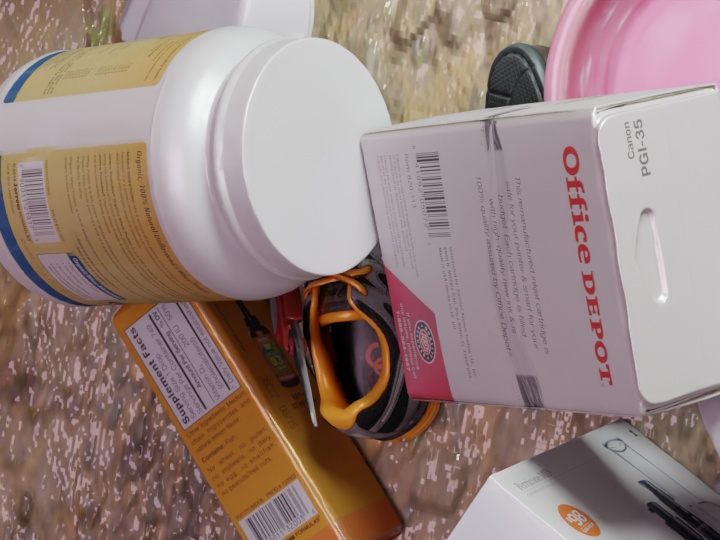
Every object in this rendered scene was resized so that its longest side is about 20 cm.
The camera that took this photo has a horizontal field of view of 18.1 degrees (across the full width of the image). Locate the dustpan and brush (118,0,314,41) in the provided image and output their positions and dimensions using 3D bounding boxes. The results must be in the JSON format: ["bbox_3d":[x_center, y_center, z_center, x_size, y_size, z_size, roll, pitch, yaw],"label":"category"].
[{"bbox_3d":[-0.055,-0.132,1.283,0.200,0.057,0.140,55,128,40],"label":"dustpan and brush"}]

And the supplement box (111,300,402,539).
[{"bbox_3d":[-0.061,0.088,1.318,0.069,0.066,0.201,-35,79,28],"label":"supplement box"}]

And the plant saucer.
[{"bbox_3d":[0.196,-0.090,1.166,0.199,0.051,0.202,1,92,15],"label":"plant saucer"}]

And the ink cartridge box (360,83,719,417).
[{"bbox_3d":[0.096,-0.009,1.117,0.200,0.082,0.147,0,101,57],"label":"ink cartridge box"}]

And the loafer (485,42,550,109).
[{"bbox_3d":[0.119,-0.026,1.232,0.072,0.063,0.201,-18,83,58],"label":"loafer"}]

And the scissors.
[{"bbox_3d":[-0.035,0.042,1.248,0.014,0.200,0.073,0,129,-10],"label":"scissors"}]

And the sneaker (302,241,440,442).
[{"bbox_3d":[0.000,0.000,1.273,0.078,0.077,0.201,-11,88,29],"label":"sneaker"}]

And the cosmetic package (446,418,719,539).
[{"bbox_3d":[0.147,0.152,1.147,0.151,0.200,0.052,36,109,18],"label":"cosmetic package"}]

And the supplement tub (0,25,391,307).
[{"bbox_3d":[-0.095,-0.054,1.213,0.199,0.144,0.145,-2,94,40],"label":"supplement tub"}]

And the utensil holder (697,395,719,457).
[{"bbox_3d":[0.289,0.052,1.087,0.200,0.170,0.170,-42,77,22],"label":"utensil holder"}]
